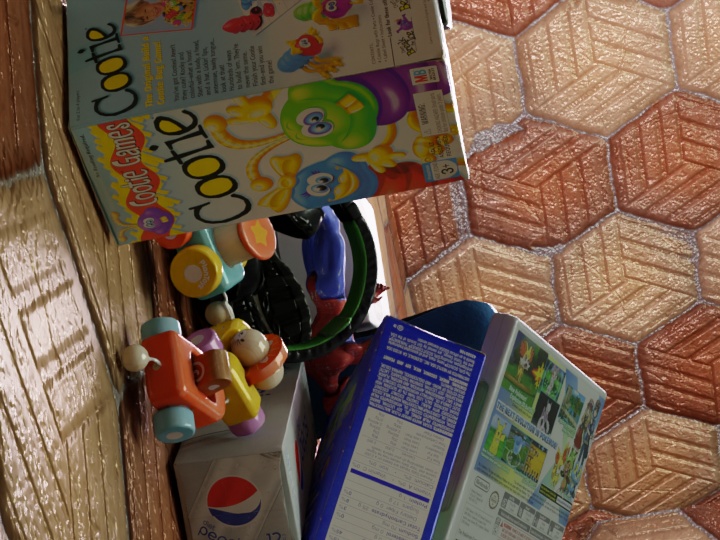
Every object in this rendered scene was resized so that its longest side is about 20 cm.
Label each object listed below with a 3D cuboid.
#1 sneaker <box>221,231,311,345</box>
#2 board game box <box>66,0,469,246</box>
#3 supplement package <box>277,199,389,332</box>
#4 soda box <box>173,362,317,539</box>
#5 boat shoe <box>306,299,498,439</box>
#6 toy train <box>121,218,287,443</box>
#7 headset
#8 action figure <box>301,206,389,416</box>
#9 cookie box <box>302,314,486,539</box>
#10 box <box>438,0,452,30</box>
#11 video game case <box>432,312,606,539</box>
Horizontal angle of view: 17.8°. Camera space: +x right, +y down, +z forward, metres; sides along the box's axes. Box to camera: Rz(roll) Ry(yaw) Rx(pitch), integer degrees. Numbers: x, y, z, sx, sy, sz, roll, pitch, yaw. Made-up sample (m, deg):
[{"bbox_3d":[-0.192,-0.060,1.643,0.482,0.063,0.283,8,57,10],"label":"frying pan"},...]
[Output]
[{"bbox_3d":[-0.088,-0.024,1.568,0.079,0.074,0.200,145,-65,-70],"label":"sneaker"},{"bbox_3d":[-0.051,-0.100,1.261,0.103,0.200,0.105,75,6,-50],"label":"board game box"},{"bbox_3d":[-0.044,0.002,1.716,0.200,0.109,0.114,40,41,-83],"label":"supplement package"},{"bbox_3d":[-0.069,0.114,1.430,0.200,0.068,0.063,-79,161,-76],"label":"soda box"},{"bbox_3d":[0.009,0.083,1.629,0.069,0.200,0.084,64,13,-74],"label":"boat shoe"},{"bbox_3d":[-0.086,0.015,1.325,0.150,0.056,0.200,48,28,-55],"label":"toy train"},{"bbox_3d":[-0.068,-0.032,1.472,0.200,0.124,0.094,51,-17,-11],"label":"headset"},{"bbox_3d":[0.000,0.000,1.572,0.065,0.099,0.200,-170,-103,-67],"label":"action figure"},{"bbox_3d":[0.001,0.158,1.451,0.171,0.075,0.200,117,-7,-59],"label":"cookie box"},{"bbox_3d":[-0.044,-0.211,1.599,0.149,0.200,0.124,-55,136,-84],"label":"box"},{"bbox_3d":[0.103,0.141,1.555,0.200,0.022,0.182,37,69,-60],"label":"video game case"}]
